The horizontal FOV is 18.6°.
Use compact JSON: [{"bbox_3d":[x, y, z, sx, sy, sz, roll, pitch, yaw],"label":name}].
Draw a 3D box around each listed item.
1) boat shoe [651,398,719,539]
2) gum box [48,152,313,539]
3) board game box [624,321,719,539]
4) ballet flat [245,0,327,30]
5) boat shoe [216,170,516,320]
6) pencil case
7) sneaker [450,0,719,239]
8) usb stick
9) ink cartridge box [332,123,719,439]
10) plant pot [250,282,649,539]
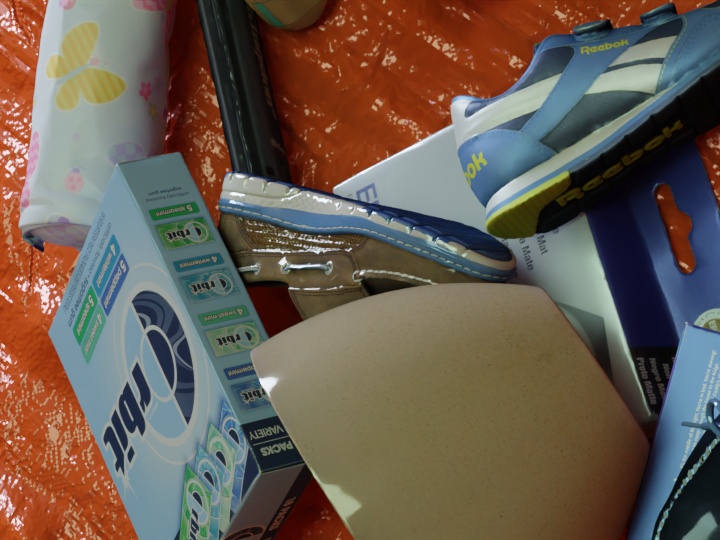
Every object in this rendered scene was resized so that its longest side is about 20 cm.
[{"bbox_3d":[0.197,0.065,0.993,0.084,0.069,0.201,38,97,19],"label":"boat shoe"},{"bbox_3d":[-0.102,0.066,1.220,0.201,0.044,0.170,62,146,24],"label":"gum box"},{"bbox_3d":[0.195,0.139,1.047,0.134,0.045,0.201,16,90,20],"label":"board game box"},{"bbox_3d":[-0.044,-0.242,1.279,0.068,0.063,0.202,-9,76,31],"label":"ballet flat"},{"bbox_3d":[0.000,0.000,1.159,0.199,0.072,0.073,16,96,46],"label":"boat shoe"},{"bbox_3d":[-0.151,-0.109,1.309,0.083,0.091,0.202,3,83,16],"label":"pencil case"},{"bbox_3d":[0.133,-0.098,1.106,0.199,0.074,0.083,-31,67,2],"label":"sneaker"},{"bbox_3d":[-0.073,-0.126,1.281,0.032,0.055,0.201,-14,72,5],"label":"usb stick"},{"bbox_3d":[0.096,0.005,1.156,0.199,0.041,0.201,-27,68,26],"label":"ink cartridge box"},{"bbox_3d":[0.058,0.084,1.045,0.134,0.200,0.201,-34,63,2],"label":"plant pot"}]
